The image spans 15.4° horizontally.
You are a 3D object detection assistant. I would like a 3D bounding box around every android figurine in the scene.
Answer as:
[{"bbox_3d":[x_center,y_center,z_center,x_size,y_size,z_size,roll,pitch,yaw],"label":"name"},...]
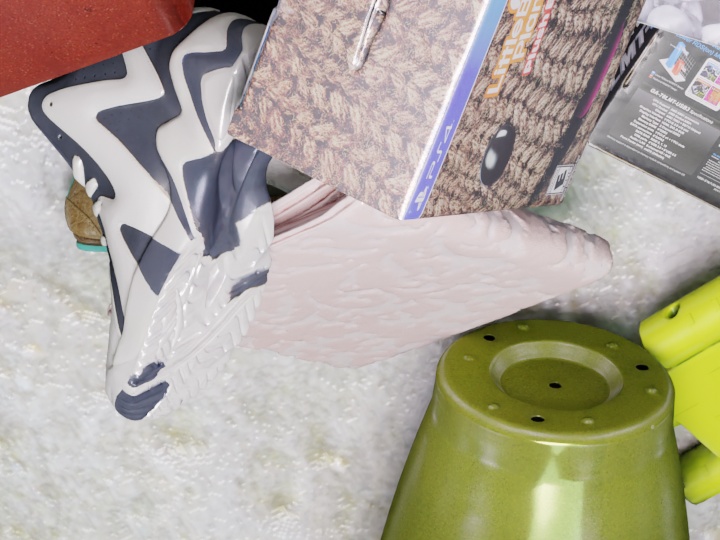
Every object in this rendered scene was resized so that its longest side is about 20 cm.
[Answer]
[{"bbox_3d":[0.242,0.063,1.488,0.199,0.041,0.182,-30,124,31],"label":"android figurine"}]

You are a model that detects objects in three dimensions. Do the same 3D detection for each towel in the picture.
[{"bbox_3d":[0.000,0.000,1.372,0.190,0.032,0.199,-22,157,38],"label":"towel"}]

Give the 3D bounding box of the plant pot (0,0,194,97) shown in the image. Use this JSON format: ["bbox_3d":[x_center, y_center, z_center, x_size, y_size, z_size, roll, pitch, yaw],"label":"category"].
[{"bbox_3d":[-0.171,-0.195,1.231,0.199,0.201,0.177,-18,134,21],"label":"plant pot"}]

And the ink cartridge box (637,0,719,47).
[{"bbox_3d":[0.201,-0.206,1.307,0.197,0.043,0.201,18,112,9],"label":"ink cartridge box"}]

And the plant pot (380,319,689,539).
[{"bbox_3d":[0.097,0.139,1.458,0.199,0.201,0.194,0,118,-6],"label":"plant pot"}]

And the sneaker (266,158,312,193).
[{"bbox_3d":[-0.058,-0.084,1.357,0.199,0.080,0.071,23,85,-1],"label":"sneaker"}]

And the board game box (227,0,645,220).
[{"bbox_3d":[0.048,-0.118,1.237,0.096,0.200,0.160,27,105,21],"label":"board game box"}]

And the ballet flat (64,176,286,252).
[{"bbox_3d":[-0.058,-0.044,1.420,0.198,0.068,0.073,3,101,-3],"label":"ballet flat"}]

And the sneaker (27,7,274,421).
[{"bbox_3d":[-0.109,-0.039,1.279,0.079,0.129,0.201,-10,120,-47],"label":"sneaker"}]

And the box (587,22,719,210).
[{"bbox_3d":[0.248,-0.114,1.409,0.199,0.050,0.199,24,114,-17],"label":"box"}]

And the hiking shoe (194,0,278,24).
[{"bbox_3d":[-0.018,-0.160,1.325,0.199,0.087,0.074,-26,143,13],"label":"hiking shoe"}]
